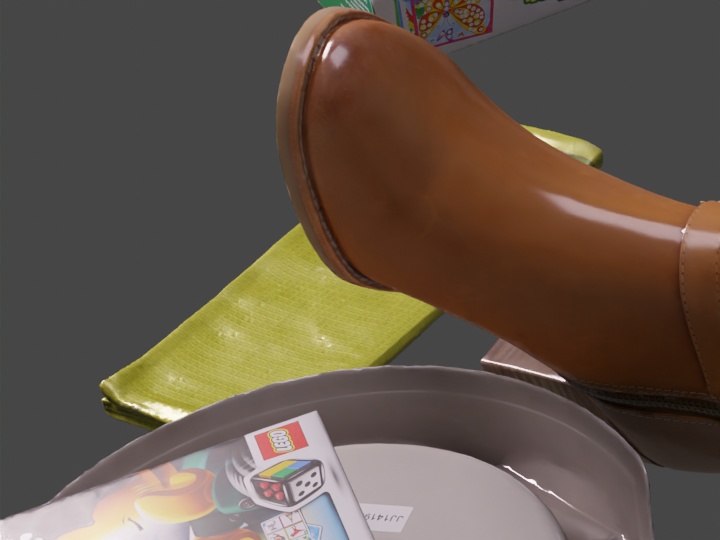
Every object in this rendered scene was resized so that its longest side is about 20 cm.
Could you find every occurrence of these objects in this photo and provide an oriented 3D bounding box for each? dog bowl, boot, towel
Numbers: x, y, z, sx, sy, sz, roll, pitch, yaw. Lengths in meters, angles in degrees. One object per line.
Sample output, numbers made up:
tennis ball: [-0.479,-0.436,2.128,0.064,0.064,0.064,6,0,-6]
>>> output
dog bowl: [-0.008,0.108,0.678,0.200,0.059,0.200,-10,32,6]
boot: [0.080,-0.007,0.692,0.155,0.200,0.074,6,63,42]
towel: [0.000,0.000,0.883,0.086,0.018,0.200,13,41,39]

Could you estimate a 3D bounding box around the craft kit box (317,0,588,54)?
craft kit box: [0.062,-0.174,1.108,0.197,0.049,0.200,-23,33,-9]

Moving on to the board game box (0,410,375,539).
board game box: [-0.043,0.118,0.588,0.126,0.035,0.200,-19,32,-6]
